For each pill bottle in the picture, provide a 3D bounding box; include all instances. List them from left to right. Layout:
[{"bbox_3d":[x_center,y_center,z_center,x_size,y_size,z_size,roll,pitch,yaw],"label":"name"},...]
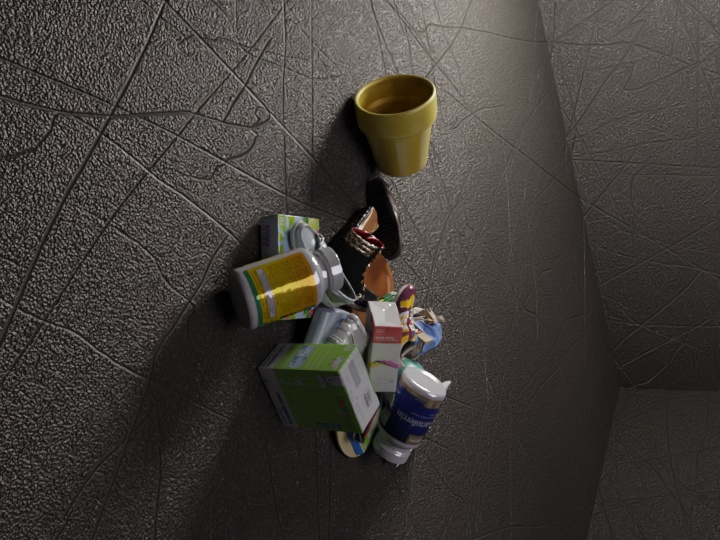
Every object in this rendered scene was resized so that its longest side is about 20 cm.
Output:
[{"bbox_3d":[-0.135,0.025,1.320,0.196,0.112,0.116,-20,106,-24],"label":"pill bottle"},{"bbox_3d":[0.108,0.337,1.654,0.115,0.115,0.203,-3,122,-57],"label":"pill bottle"}]

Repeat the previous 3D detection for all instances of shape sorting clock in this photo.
[{"bbox_3d":[-0.004,0.326,1.645,0.199,0.038,0.206,-10,102,-61],"label":"shape sorting clock"}]

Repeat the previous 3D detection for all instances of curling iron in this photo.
[{"bbox_3d":[0.028,0.311,1.634,0.201,0.025,0.050,-58,143,-42],"label":"curling iron"}]

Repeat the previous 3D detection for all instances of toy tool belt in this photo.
[{"bbox_3d":[0.167,0.162,1.857,0.199,0.120,0.128,-20,104,-57],"label":"toy tool belt"}]

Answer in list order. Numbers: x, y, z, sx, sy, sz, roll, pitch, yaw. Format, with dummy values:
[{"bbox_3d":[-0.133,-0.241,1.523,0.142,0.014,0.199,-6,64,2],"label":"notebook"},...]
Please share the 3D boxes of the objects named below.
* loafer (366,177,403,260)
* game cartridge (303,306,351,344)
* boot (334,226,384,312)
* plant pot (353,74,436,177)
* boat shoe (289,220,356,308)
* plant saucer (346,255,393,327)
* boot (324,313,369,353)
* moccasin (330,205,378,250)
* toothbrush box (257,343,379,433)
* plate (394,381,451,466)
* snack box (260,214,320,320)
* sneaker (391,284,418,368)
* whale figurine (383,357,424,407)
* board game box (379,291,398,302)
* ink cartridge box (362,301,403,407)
[{"bbox_3d":[0.072,-0.127,1.760,0.071,0.072,0.205,2,78,-62],"label":"loafer"},{"bbox_3d":[-0.055,0.152,1.532,0.199,0.041,0.136,31,81,-61],"label":"game cartridge"},{"bbox_3d":[0.000,0.000,1.562,0.198,0.074,0.152,27,109,-37],"label":"boot"},{"bbox_3d":[0.091,-0.343,1.736,0.202,0.196,0.192,-59,150,-41],"label":"plant pot"},{"bbox_3d":[-0.075,-0.013,1.435,0.075,0.064,0.205,-54,126,-46],"label":"boat shoe"},{"bbox_3d":[0.027,0.042,1.724,0.199,0.037,0.206,10,79,-58],"label":"plant saucer"},{"bbox_3d":[-0.009,0.183,1.518,0.096,0.073,0.202,-48,143,-27],"label":"boot"},{"bbox_3d":[-0.009,-0.073,1.650,0.079,0.072,0.202,63,29,-19],"label":"moccasin"},{"bbox_3d":[-0.080,0.225,1.383,0.086,0.196,0.148,-51,128,-48],"label":"toothbrush box"},{"bbox_3d":[0.151,0.377,1.803,0.203,0.032,0.199,-63,165,15],"label":"plate"},{"bbox_3d":[-0.140,-0.005,1.444,0.141,0.052,0.206,0,88,-57],"label":"snack box"},{"bbox_3d":[0.106,0.134,1.689,0.075,0.088,0.204,44,65,-59],"label":"sneaker"},{"bbox_3d":[0.118,0.316,1.777,0.159,0.102,0.204,-43,134,-47],"label":"whale figurine"},{"bbox_3d":[0.054,0.161,1.723,0.104,0.023,0.205,-21,120,-55],"label":"board game box"},{"bbox_3d":[0.043,0.185,1.570,0.117,0.066,0.205,-105,-161,-65],"label":"ink cartridge box"}]
